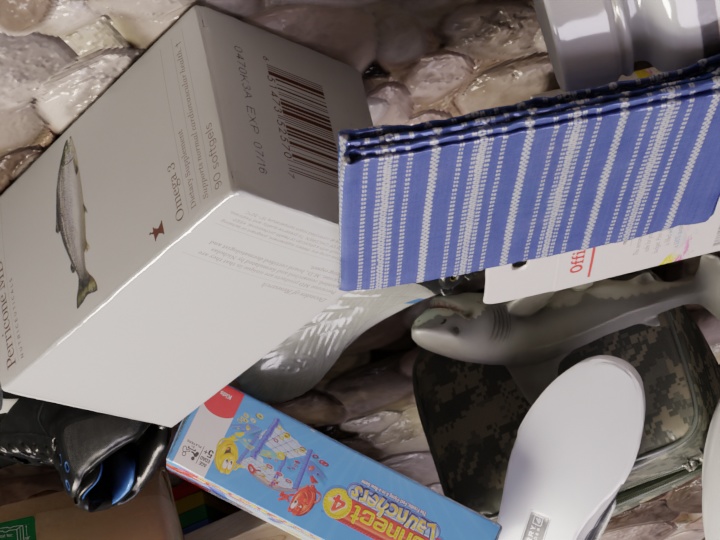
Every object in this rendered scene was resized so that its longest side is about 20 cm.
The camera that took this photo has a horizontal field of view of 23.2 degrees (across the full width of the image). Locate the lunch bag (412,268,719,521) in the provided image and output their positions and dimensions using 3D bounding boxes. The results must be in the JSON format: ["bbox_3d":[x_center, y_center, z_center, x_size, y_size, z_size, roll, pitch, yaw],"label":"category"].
[{"bbox_3d":[0.157,0.099,1.205,0.198,0.141,0.168,-24,158,16],"label":"lunch bag"}]

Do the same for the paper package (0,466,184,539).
[{"bbox_3d":[-0.203,0.240,1.189,0.198,0.104,0.192,-13,141,-4],"label":"paper package"}]

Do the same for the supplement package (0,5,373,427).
[{"bbox_3d":[-0.093,-0.021,0.917,0.117,0.118,0.200,16,138,-41],"label":"supplement package"}]

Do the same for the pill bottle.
[{"bbox_3d":[0.176,-0.155,0.806,0.198,0.114,0.113,-16,150,5],"label":"pill bottle"}]

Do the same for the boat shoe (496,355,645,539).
[{"bbox_3d":[0.126,0.139,1.082,0.068,0.071,0.202,-28,138,-66],"label":"boat shoe"}]

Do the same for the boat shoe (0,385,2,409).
[{"bbox_3d":[-0.265,0.037,0.998,0.069,0.072,0.200,-16,156,-1],"label":"boat shoe"}]

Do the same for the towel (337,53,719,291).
[{"bbox_3d":[0.085,-0.044,0.824,0.197,0.024,0.145,-11,154,-6],"label":"towel"}]

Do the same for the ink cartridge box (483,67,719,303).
[{"bbox_3d":[0.157,-0.055,1.000,0.198,0.068,0.118,-13,150,-7],"label":"ink cartridge box"}]

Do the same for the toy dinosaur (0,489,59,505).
[{"bbox_3d":[-0.214,0.174,1.248,0.198,0.061,0.106,-19,148,9],"label":"toy dinosaur"}]

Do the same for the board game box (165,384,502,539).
[{"bbox_3d":[-0.025,0.142,1.108,0.198,0.056,0.196,27,170,-2],"label":"board game box"}]

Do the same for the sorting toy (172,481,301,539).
[{"bbox_3d":[-0.065,0.205,1.348,0.198,0.070,0.199,-26,148,19],"label":"sorting toy"}]

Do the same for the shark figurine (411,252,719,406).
[{"bbox_3d":[0.137,0.045,1.099,0.212,0.091,0.128,-7,178,-1],"label":"shark figurine"}]

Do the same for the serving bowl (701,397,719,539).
[{"bbox_3d":[0.265,0.117,1.128,0.065,0.202,0.200,13,162,29],"label":"serving bowl"}]

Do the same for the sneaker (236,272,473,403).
[{"bbox_3d":[0.000,0.000,1.052,0.199,0.073,0.072,-36,133,10],"label":"sneaker"}]

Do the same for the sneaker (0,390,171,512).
[{"bbox_3d":[-0.194,0.109,1.096,0.199,0.113,0.073,-34,143,31],"label":"sneaker"}]
